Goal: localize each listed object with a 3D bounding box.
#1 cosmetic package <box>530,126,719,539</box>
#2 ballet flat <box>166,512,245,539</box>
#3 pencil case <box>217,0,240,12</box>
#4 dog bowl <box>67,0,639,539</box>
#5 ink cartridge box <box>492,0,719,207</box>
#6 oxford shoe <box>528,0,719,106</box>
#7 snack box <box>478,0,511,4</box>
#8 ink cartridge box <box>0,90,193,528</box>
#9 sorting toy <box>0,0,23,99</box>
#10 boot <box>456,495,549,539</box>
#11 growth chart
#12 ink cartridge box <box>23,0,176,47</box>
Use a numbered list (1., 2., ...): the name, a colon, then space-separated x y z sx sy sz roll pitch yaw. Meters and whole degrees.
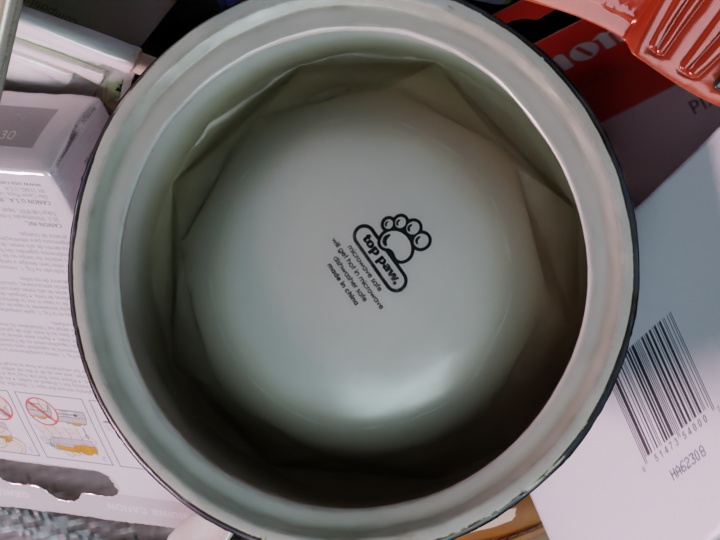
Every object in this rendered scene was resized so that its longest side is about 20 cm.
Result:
1. cosmetic package: 0.185 0.023 1.135 0.199 0.124 0.199 -11 159 -33
2. ballet flat: -0.005 0.073 1.144 0.069 0.070 0.200 31 109 -27
3. pencil case: 0.031 -0.133 1.141 0.199 0.087 0.078 -27 104 18
4. dog bowl: 0.000 0.000 1.071 0.199 0.074 0.202 0 89 7
5. ink cartridge box: 0.105 -0.043 1.215 0.162 0.050 0.200 -26 147 19
6. oxford shoe: 0.073 -0.124 1.009 0.200 0.073 0.071 36 113 -2
7. snack box: -0.029 -0.179 1.035 0.199 0.143 0.053 8 157 -22
8. ink cartridge box: -0.140 0.015 1.186 0.160 0.050 0.201 5 138 31
9. sorting toy: -0.172 -0.123 0.985 0.036 0.185 0.201 -16 133 -39
10. boot: 0.010 0.035 1.203 0.199 0.077 0.156 0 128 4
11. growth chart: -0.148 -0.071 1.155 0.144 0.018 0.200 22 162 -16
12. ink cartridge box: -0.117 -0.143 1.136 0.116 0.068 0.200 25 126 -23
